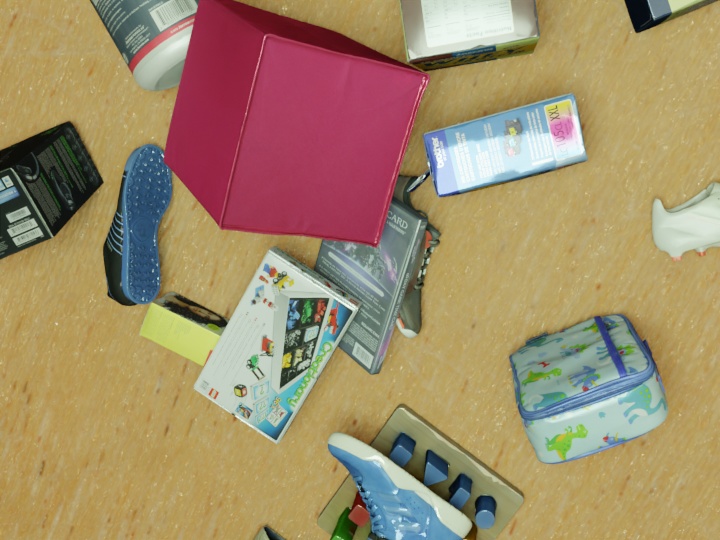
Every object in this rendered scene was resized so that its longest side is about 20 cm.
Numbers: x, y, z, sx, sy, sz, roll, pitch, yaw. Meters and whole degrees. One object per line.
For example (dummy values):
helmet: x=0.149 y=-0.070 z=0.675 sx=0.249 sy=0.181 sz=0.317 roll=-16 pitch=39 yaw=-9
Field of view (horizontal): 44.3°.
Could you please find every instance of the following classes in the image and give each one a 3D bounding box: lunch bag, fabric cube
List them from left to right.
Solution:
fabric cube: x=-0.075 y=-0.161 z=0.952 sx=0.198 sy=0.199 sz=0.199 roll=6 pitch=110 yaw=-33
lunch bag: x=0.254 y=0.125 z=0.992 sx=0.159 sy=0.200 sz=0.083 roll=-21 pitch=103 yaw=13

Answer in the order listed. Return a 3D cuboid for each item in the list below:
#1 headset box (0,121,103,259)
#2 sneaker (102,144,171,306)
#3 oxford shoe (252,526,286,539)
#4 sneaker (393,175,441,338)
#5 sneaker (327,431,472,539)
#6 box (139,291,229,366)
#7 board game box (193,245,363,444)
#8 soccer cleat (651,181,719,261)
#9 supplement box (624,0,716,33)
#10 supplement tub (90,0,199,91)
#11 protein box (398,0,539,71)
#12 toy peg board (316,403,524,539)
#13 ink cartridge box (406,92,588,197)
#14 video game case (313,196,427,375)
headset box: x=-0.429 y=-0.088 z=1.072 sx=0.172 sy=0.201 sz=0.094 roll=-20 pitch=112 yaw=13
sneaker: x=-0.289 y=-0.057 z=1.117 sx=0.077 sy=0.070 sz=0.203 roll=-1 pitch=82 yaw=45
oxford shoe: x=-0.060 y=0.405 z=1.156 sx=0.198 sy=0.070 sz=0.076 roll=24 pitch=97 yaw=3
sneaker: x=0.061 y=-0.019 z=1.065 sx=0.081 sy=0.077 sz=0.203 roll=-11 pitch=98 yaw=4
sneaker: x=0.023 y=0.284 z=1.035 sx=0.199 sy=0.077 sz=0.112 roll=37 pitch=78 yaw=-4
box: x=-0.174 y=0.096 z=1.120 sx=0.198 sy=0.075 sz=0.051 roll=26 pitch=103 yaw=3
board game box: x=-0.100 y=0.090 z=1.049 sx=0.125 sy=0.035 sz=0.201 roll=32 pitch=106 yaw=3
soccer cleat: x=0.431 y=-0.067 z=1.002 sx=0.197 sy=0.069 sz=0.079 roll=-12 pitch=94 yaw=14
supplement box: x=0.361 y=-0.387 z=0.923 sx=0.197 sy=0.134 sz=0.203 roll=-20 pitch=96 yaw=12
supplement tub: x=-0.242 y=-0.327 z=1.027 sx=0.139 sy=0.140 sz=0.202 roll=-29 pitch=94 yaw=12
protein box: x=0.110 y=-0.328 z=0.940 sx=0.133 sy=0.199 sz=0.203 roll=-7 pitch=98 yaw=10
toy peg board: x=0.070 y=0.315 z=1.106 sx=0.199 sy=0.098 sz=0.200 roll=35 pitch=103 yaw=1
ink cartridge box: x=0.146 y=-0.133 z=0.998 sx=0.197 sy=0.136 sz=0.078 roll=-12 pitch=93 yaw=10
video game case: x=0.000 y=0.000 z=1.046 sx=0.142 sy=0.019 sz=0.202 roll=37 pitch=120 yaw=39
